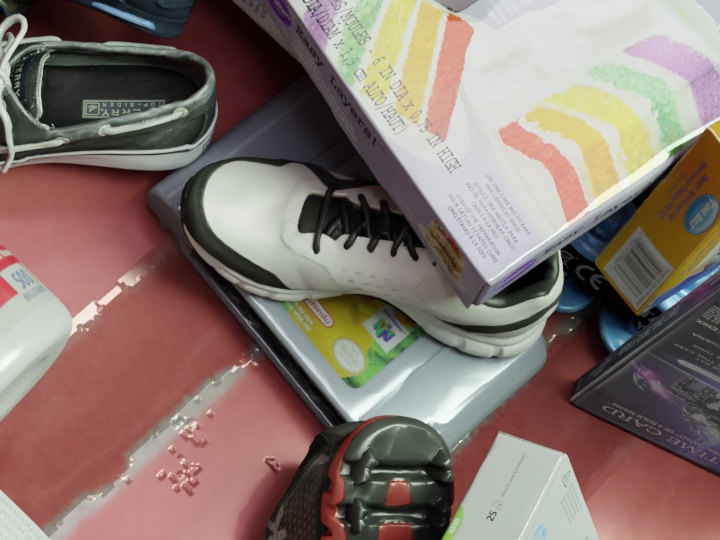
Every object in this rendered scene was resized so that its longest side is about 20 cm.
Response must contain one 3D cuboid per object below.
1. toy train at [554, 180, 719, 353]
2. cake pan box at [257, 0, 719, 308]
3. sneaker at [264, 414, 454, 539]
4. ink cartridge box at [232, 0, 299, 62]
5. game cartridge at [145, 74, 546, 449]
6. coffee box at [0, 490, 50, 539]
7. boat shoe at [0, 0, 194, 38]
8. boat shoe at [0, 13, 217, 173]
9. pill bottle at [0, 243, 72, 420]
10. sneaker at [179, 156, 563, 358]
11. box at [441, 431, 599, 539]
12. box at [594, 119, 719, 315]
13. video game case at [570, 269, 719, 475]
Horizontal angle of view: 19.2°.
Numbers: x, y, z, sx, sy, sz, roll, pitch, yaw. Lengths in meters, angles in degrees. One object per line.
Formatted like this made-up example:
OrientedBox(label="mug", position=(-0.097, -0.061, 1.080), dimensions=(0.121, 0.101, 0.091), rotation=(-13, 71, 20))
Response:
OrientedBox(label="toy train", position=(0.173, -0.006, 1.129), dimensions=(0.199, 0.087, 0.115), rotation=(33, 57, -2))
OrientedBox(label="cake pan box", position=(0.073, -0.115, 1.015), dimensions=(0.183, 0.052, 0.201), rotation=(-31, 80, -15))
OrientedBox(label="sneaker", position=(-0.008, 0.164, 1.021), dimensions=(0.070, 0.098, 0.202), rotation=(7, 93, -27))
OrientedBox(label="ink cartridge box", position=(0.037, -0.150, 1.116), dimensions=(0.200, 0.084, 0.144), rotation=(42, 49, 1))
OrientedBox(label="game cartridge", position=(0.000, 0.000, 1.098), dimensions=(0.133, 0.040, 0.200), rotation=(-39, 86, -28))
OrientedBox(label="coffee box", position=(-0.204, 0.202, 0.875), dimensions=(0.200, 0.200, 0.198), rotation=(44, 66, 1))
OrientedBox(label="boat shoe", position=(-0.176, -0.155, 1.053), dimensions=(0.199, 0.069, 0.084), rotation=(16, 27, 24))
OrientedBox(label="boat shoe", position=(-0.169, -0.083, 1.045), dimensions=(0.197, 0.068, 0.074), rotation=(4, 68, -5))
OrientedBox(label="pill bottle", position=(-0.239, -0.005, 0.983), dimensions=(0.200, 0.112, 0.112), rotation=(44, 65, 1))
OrientedBox(label="sneaker", position=(0.010, -0.018, 1.046), dimensions=(0.198, 0.080, 0.074), rotation=(15, 70, -10))
OrientedBox(label="box", position=(0.053, 0.199, 0.985), dimensions=(0.041, 0.156, 0.201), rotation=(18, 63, 29))
OrientedBox(label="box", position=(0.216, -0.058, 1.055), dimensions=(0.199, 0.119, 0.042), rotation=(-26, 71, -35))
OrientedBox(label="video game case", position=(0.203, 0.061, 1.048), dimensions=(0.142, 0.200, 0.019), rotation=(26, 66, -7))
